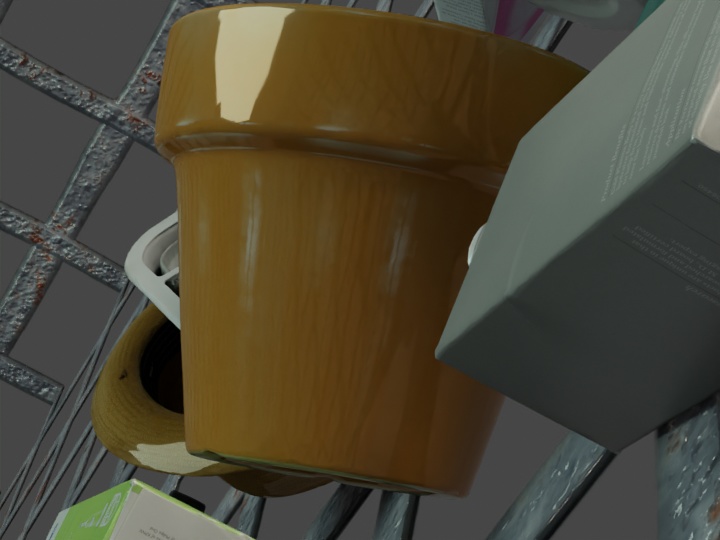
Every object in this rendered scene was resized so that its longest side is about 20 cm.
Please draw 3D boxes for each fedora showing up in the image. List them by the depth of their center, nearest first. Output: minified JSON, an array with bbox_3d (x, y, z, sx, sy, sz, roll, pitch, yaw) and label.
[{"bbox_3d":[-0.044,0.062,1.152,0.200,0.082,0.201,-19,34,13],"label":"fedora"}]

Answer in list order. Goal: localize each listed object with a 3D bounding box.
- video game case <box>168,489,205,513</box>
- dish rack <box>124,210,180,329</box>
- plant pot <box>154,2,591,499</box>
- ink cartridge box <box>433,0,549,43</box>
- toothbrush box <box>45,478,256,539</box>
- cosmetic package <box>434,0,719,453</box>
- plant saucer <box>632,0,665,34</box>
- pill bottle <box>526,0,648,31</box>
[{"bbox_3d":[-0.150,0.237,1.154,0.181,0.025,0.200,-51,16,54],"label":"video game case"},{"bbox_3d":[-0.009,-0.017,1.119,0.200,0.044,0.172,-35,33,-12],"label":"dish rack"},{"bbox_3d":[0.000,0.000,0.948,0.200,0.200,0.184,158,122,-75],"label":"plant pot"},{"bbox_3d":[0.105,-0.205,1.193,0.197,0.043,0.200,-57,-25,-21],"label":"ink cartridge box"},{"bbox_3d":[-0.068,0.164,0.922,0.086,0.145,0.200,-64,11,-15],"label":"toothbrush box"},{"bbox_3d":[0.110,-0.025,0.715,0.107,0.090,0.200,-66,8,-26],"label":"cosmetic package"},{"bbox_3d":[0.153,-0.111,0.876,0.200,0.036,0.200,-59,10,17],"label":"plant saucer"},{"bbox_3d":[0.137,-0.227,1.063,0.200,0.111,0.111,-64,10,-11],"label":"pill bottle"}]
